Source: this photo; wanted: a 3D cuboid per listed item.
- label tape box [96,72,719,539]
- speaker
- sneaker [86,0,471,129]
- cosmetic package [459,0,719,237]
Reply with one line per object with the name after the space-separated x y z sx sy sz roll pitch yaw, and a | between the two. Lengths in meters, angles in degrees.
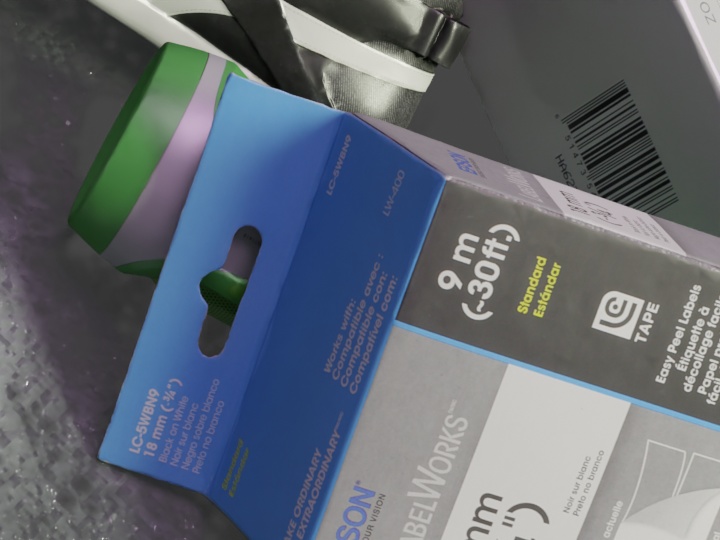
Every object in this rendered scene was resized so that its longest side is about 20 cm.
0.029 0.039 0.739 0.199 0.145 0.063 18 13 -11 | label tape box
0.000 0.000 0.806 0.199 0.089 0.089 29 48 -10 | speaker
-0.048 -0.132 0.843 0.199 0.112 0.073 36 5 -14 | sneaker
0.170 -0.070 0.908 0.199 0.123 0.201 -19 82 -40 | cosmetic package
